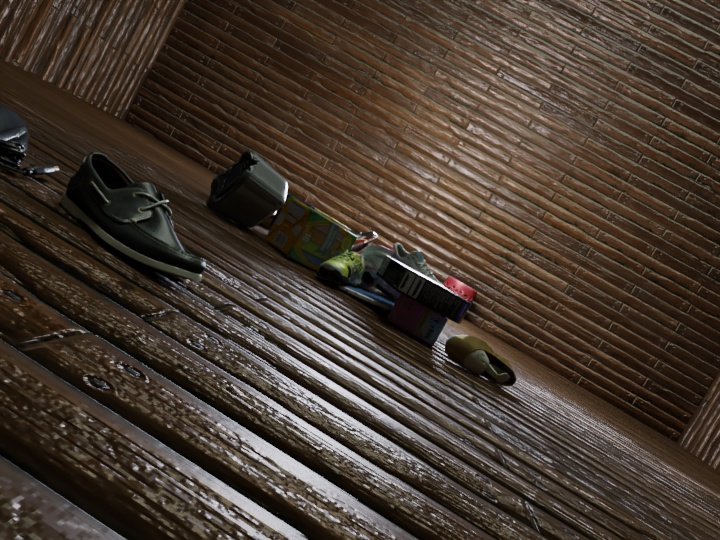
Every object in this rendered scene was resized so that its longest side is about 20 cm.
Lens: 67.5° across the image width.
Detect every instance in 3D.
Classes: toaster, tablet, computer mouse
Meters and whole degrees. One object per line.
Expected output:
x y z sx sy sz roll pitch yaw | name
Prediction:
-0.264 -0.192 1.287 0.129 0.199 0.114 33 42 -35 | toaster
0.018 0.060 1.263 0.129 0.014 0.200 24 2 6 | tablet
-0.409 -0.159 0.623 0.140 0.046 0.200 28 4 -13 | computer mouse

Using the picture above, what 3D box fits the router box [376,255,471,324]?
0.129 0.036 1.155 0.156 0.053 0.200 28 4 -12 | router box

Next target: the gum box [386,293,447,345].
0.129 0.102 1.217 0.113 0.067 0.200 29 4 6 | gum box

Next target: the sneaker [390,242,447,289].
0.140 0.000 1.315 0.199 0.087 0.075 34 30 25 | sneaker

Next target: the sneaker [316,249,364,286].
-0.043 -0.011 1.217 0.075 0.077 0.200 17 2 14 | sneaker

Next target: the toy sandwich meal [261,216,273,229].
-0.331 -0.189 1.640 0.204 0.071 0.205 27 8 -4 | toy sandwich meal

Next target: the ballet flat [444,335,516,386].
0.251 0.184 1.085 0.199 0.069 0.063 26 18 -35 | ballet flat

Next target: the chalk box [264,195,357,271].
-0.101 -0.070 1.294 0.199 0.124 0.124 26 5 -43 | chalk box

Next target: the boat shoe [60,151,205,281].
-0.222 -0.054 0.533 0.199 0.068 0.072 33 3 26 | boat shoe

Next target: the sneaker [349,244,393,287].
0.000 0.000 1.358 0.081 0.089 0.199 20 -23 -29 | sneaker

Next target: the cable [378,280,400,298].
0.135 0.055 1.451 0.199 0.070 0.200 27 5 -33 | cable

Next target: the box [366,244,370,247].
0.083 -0.030 1.577 0.143 0.037 0.200 21 -3 2 | box

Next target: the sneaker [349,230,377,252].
-0.033 -0.090 1.493 0.199 0.077 0.082 -22 80 -45 | sneaker

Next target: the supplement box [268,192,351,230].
-0.138 -0.119 1.512 0.109 0.109 0.200 31 3 34 | supplement box

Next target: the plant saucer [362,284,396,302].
0.068 0.072 1.458 0.199 0.032 0.200 30 4 -3 | plant saucer

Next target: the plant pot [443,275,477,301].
0.567 0.155 3.197 0.199 0.183 0.200 29 4 -2 | plant pot
